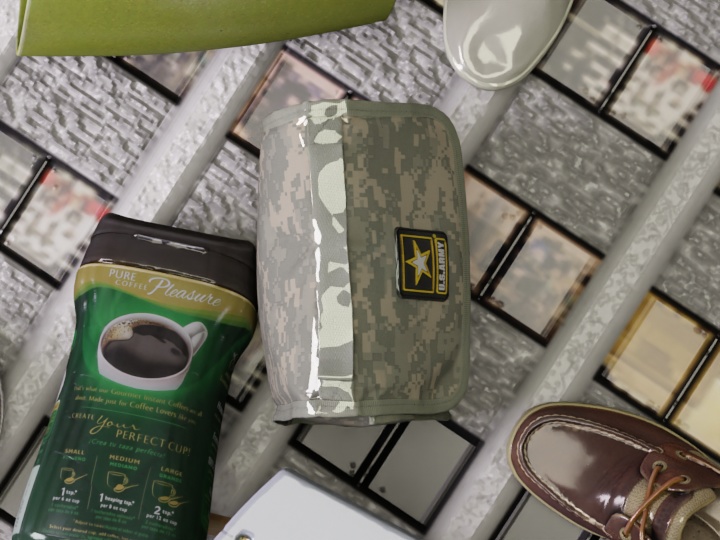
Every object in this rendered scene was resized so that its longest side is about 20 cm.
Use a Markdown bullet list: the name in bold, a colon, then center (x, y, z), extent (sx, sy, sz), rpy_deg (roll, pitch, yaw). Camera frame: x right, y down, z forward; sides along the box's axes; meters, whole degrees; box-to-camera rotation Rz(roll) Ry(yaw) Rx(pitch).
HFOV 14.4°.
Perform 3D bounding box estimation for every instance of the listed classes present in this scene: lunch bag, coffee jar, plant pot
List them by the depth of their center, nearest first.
- **lunch bag**: center (0.000, 0.000, 1.513), extent (0.117, 0.200, 0.165), rpy_deg (-2, 87, 3)
- **plant pot**: center (-0.076, -0.197, 1.549), extent (0.199, 0.187, 0.188), rpy_deg (7, 88, -9)
- **coffee jar**: center (-0.118, 0.072, 1.552), extent (0.104, 0.085, 0.201), rpy_deg (12, 72, 3)

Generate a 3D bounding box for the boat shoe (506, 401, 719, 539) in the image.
- **boat shoe**: center (0.174, 0.130, 1.562), extent (0.199, 0.072, 0.072), rpy_deg (29, 89, 4)

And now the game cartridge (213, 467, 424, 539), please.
- **game cartridge**: center (-0.041, 0.206, 1.394), extent (0.133, 0.042, 0.201), rpy_deg (28, 88, 10)

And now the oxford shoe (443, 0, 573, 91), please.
- **oxford shoe**: center (0.100, -0.197, 1.588), extent (0.075, 0.058, 0.201), rpy_deg (25, 91, 1)

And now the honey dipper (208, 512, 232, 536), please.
- **honey dipper**: center (-0.056, 0.149, 1.594), extent (0.199, 0.038, 0.038), rpy_deg (12, 88, 8)

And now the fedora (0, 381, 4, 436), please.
- **fedora**: center (-0.300, 0.084, 1.578), extent (0.199, 0.090, 0.178), rpy_deg (2, 87, 3)
